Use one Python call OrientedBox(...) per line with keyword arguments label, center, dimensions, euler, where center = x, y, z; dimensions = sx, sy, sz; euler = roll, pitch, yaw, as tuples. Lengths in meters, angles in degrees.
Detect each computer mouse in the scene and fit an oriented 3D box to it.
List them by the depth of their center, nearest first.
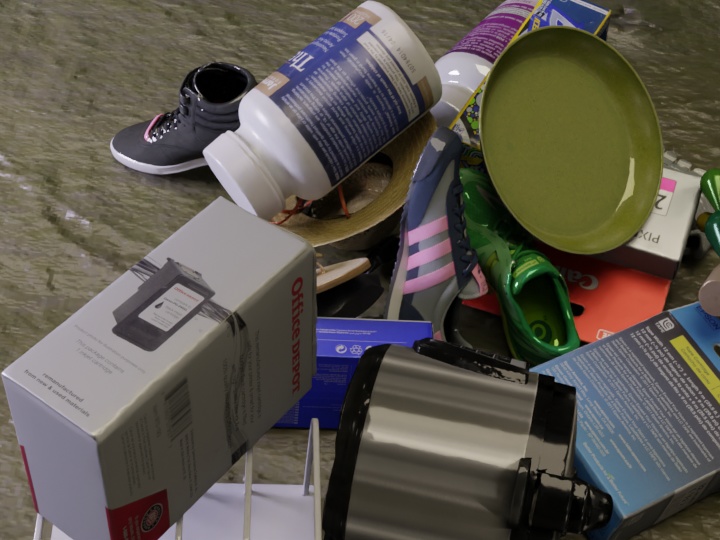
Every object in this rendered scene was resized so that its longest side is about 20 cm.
OrientedBox(label="computer mouse", center=(0.000, 0.000, 1.077), dimensions=(0.058, 0.034, 0.200), euler=(-21, 13, 24))

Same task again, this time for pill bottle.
OrientedBox(label="pill bottle", center=(-0.035, -0.133, 1.077), dimensions=(0.200, 0.111, 0.111), euler=(-39, 60, -9))
OrientedBox(label="pill bottle", center=(0.133, -0.188, 1.257), dimensions=(0.112, 0.113, 0.200), euler=(30, 51, 20))

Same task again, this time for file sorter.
OrientedBox(label="file sorter", center=(-0.127, 0.184, 0.880), dimensions=(0.198, 0.125, 0.140), euler=(2, 47, -5))

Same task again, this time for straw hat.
OrientedBox(label="straw hat", center=(-0.007, -0.066, 1.146), dimensions=(0.199, 0.085, 0.202), euler=(-16, 43, 16))

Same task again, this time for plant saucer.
OrientedBox(label="plant saucer", center=(0.179, -0.111, 1.081), dimensions=(0.198, 0.031, 0.202), euler=(5, 80, -29))

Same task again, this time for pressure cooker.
OrientedBox(label="pressure cooker", center=(0.083, 0.153, 0.898), dimensions=(0.198, 0.180, 0.176), euler=(11, 36, 9))

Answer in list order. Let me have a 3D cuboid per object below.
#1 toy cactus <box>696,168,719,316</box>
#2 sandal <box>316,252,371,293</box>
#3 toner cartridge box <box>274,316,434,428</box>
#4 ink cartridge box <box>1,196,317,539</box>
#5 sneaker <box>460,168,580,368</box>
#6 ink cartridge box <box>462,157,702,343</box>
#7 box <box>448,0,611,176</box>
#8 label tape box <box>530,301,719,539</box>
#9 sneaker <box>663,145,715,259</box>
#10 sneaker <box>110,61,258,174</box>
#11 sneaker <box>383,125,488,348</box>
OrientedBox(label="toy cactus", center=(0.343, 0.006, 1.063), dimensions=(0.164, 0.102, 0.202), euler=(-20, 92, -52))
OrientedBox(label="sandal", center=(-0.099, -0.002, 1.015), dimensions=(0.210, 0.070, 0.078), euler=(-17, 10, 25))
OrientedBox(label="toner cartridge box", center=(-0.044, 0.083, 1.001), dimensions=(0.198, 0.095, 0.043), euler=(3, 47, -5))
OrientedBox(label="ink cartridge box", center=(-0.120, 0.070, 0.801), dimensions=(0.083, 0.146, 0.200), euler=(28, 50, 23))
OrientedBox(label="sneaker", center=(0.136, -0.006, 1.068), dimensions=(0.074, 0.084, 0.201), euler=(-27, 82, -20))
OrientedBox(label="ink cartridge box", center=(0.192, -0.030, 1.127), dimensions=(0.198, 0.044, 0.175), euler=(17, 64, 14))
OrientedBox(label="box", center=(0.157, -0.165, 1.145), dimensions=(0.070, 0.064, 0.201), euler=(26, 66, 19))
OrientedBox(label="label tape box", center=(0.240, 0.121, 1.018), dimensions=(0.199, 0.066, 0.144), euler=(-19, 58, -26))
OrientedBox(label="sneaker", center=(0.258, -0.074, 1.198), dimensions=(0.199, 0.075, 0.116), euler=(27, 53, 16))
OrientedBox(label="sneaker", center=(-0.162, -0.148, 1.164), dimensions=(0.198, 0.100, 0.071), euler=(2, 49, 25))
OrientedBox(label="sneaker", center=(0.075, -0.019, 1.043), dimensions=(0.081, 0.202, 0.070), euler=(17, 25, 19))
